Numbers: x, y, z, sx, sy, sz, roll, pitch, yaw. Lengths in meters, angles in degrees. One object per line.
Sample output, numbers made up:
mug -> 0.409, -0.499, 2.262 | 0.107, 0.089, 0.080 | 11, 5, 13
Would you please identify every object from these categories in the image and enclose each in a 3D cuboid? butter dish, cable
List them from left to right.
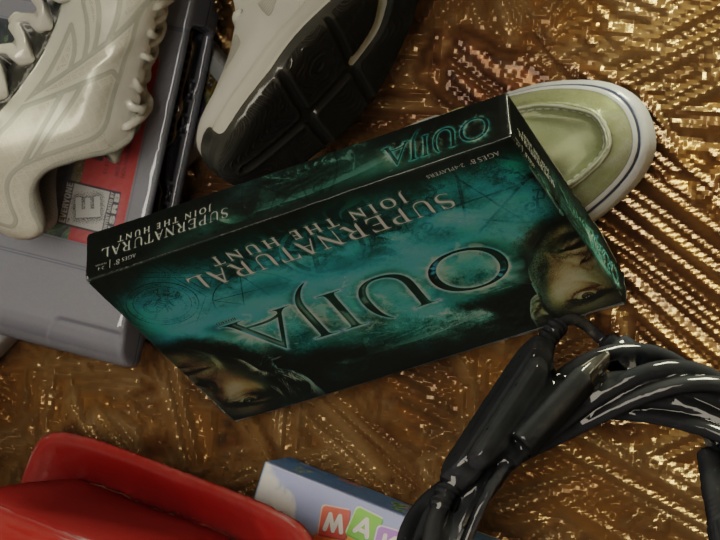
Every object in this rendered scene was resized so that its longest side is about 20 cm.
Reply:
butter dish -> -0.144, 0.179, 1.018 | 0.200, 0.148, 0.200 | 15, 91, 42
cable -> 0.102, 0.127, 0.978 | 0.163, 0.051, 0.200 | 32, 73, 4

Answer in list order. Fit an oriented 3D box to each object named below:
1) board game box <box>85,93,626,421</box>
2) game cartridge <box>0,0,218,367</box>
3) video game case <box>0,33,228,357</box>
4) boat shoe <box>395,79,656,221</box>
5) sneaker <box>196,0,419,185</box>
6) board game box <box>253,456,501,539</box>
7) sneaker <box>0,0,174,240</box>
board game box -> 0.000, 0.000, 0.999 | 0.200, 0.135, 0.028 | -18, 51, 20
game cartridge -> -0.145, -0.065, 1.082 | 0.133, 0.041, 0.200 | 13, 92, 24
video game case -> -0.176, -0.083, 1.124 | 0.200, 0.023, 0.182 | -44, 75, 13
boat shoe -> 0.034, -0.033, 1.023 | 0.200, 0.062, 0.072 | -19, 82, 19
sneaker -> -0.035, -0.137, 1.039 | 0.115, 0.076, 0.201 | 29, 76, 27
board game box -> -0.003, 0.205, 1.044 | 0.151, 0.037, 0.200 | 19, 94, 20
sneaker -> -0.117, -0.100, 1.025 | 0.081, 0.075, 0.200 | 42, 104, 3
